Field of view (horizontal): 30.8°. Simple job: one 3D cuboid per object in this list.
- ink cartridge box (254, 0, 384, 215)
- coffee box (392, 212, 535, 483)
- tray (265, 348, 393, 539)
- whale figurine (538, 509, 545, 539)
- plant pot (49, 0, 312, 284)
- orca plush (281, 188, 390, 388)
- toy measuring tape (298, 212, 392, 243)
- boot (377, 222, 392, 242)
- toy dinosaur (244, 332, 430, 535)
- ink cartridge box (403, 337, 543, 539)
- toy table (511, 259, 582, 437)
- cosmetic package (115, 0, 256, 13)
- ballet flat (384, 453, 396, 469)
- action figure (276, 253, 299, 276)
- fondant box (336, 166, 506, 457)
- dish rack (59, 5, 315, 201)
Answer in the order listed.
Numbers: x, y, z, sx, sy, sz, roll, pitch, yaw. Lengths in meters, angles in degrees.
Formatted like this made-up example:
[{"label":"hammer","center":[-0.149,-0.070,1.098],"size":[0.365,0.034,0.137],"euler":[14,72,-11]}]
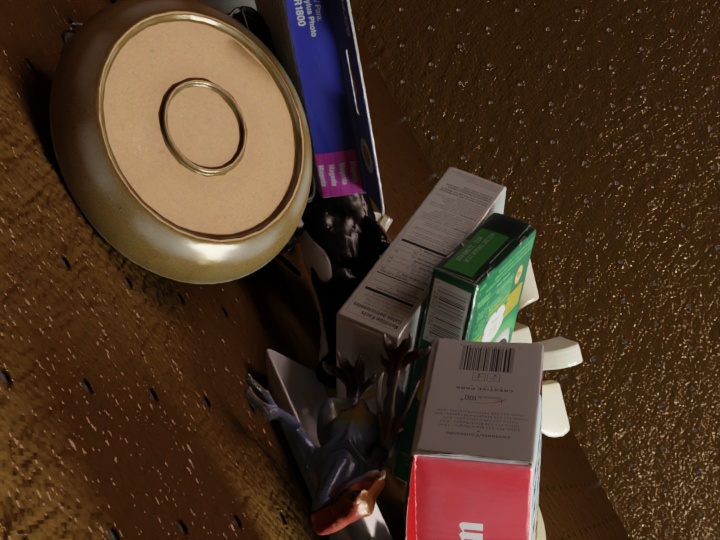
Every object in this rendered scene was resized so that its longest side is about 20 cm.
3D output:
[{"label":"ink cartridge box","center":[-0.041,-0.163,0.995],"size":[0.200,0.043,0.198],"euler":[-119,-164,-59]},{"label":"coffee box","center":[0.083,0.068,1.055],"size":[0.123,0.044,0.202],"euler":[-40,145,-52]},{"label":"tray","center":[-0.020,0.158,0.978],"size":[0.201,0.022,0.107],"euler":[64,10,22]},{"label":"whale figurine","center":[0.081,0.241,1.107],"size":[0.160,0.103,0.200],"euler":[54,35,-17]},{"label":"plant pot","center":[-0.109,-0.092,0.868],"size":[0.198,0.027,0.203],"euler":[11,70,-34]},{"label":"orca plush","center":[-0.012,-0.010,1.061],"size":[0.105,0.071,0.202],"euler":[26,61,-36]},{"label":"toy measuring tape","center":[-0.023,-0.053,1.333],"size":[0.199,0.074,0.074],"euler":[16,41,-46]},{"label":"boot","center":[0.000,0.000,1.172],"size":[0.200,0.068,0.190],"euler":[50,27,-52]},{"label":"toy dinosaur","center":[0.007,0.126,0.912],"size":[0.183,0.104,0.201],"euler":[-79,150,-44]},{"label":"ink cartridge box","center":[0.081,0.181,0.909],"size":[0.176,0.083,0.202],"euler":[-72,162,-56]},{"label":"toy table","center":[0.128,0.086,1.263],"size":[0.184,0.116,0.202],"euler":[-135,-148,-69]},{"label":"cosmetic package","center":[-0.145,-0.296,1.228],"size":[0.201,0.165,0.167],"euler":[57,10,-10]},{"label":"ballet flat","center":[0.042,0.156,1.202],"size":[0.070,0.069,0.200],"euler":[64,9,22]},{"label":"action figure","center":[-0.096,-0.055,1.130],"size":[0.119,0.054,0.200],"euler":[64,14,7]},{"label":"fondant box","center":[0.050,0.032,1.084],"size":[0.200,0.058,0.145],"euler":[-51,154,-38]},{"label":"dish rack","center":[-0.122,-0.109,0.925],"size":[0.199,0.054,0.155],"euler":[-11,81,-58]}]
